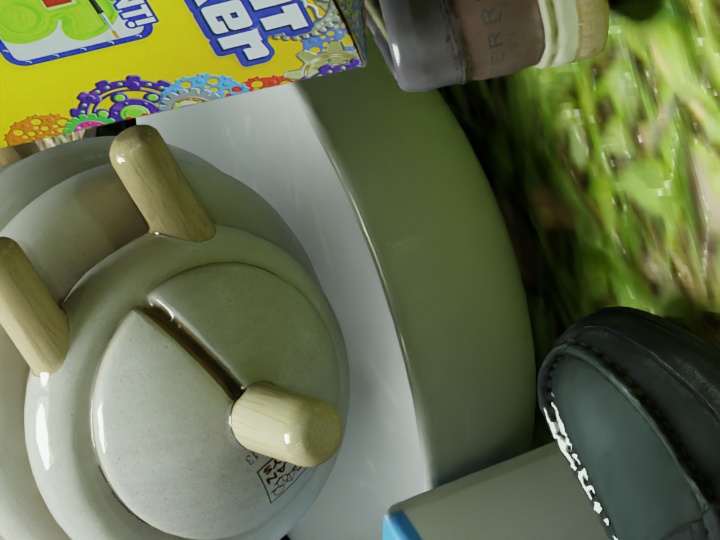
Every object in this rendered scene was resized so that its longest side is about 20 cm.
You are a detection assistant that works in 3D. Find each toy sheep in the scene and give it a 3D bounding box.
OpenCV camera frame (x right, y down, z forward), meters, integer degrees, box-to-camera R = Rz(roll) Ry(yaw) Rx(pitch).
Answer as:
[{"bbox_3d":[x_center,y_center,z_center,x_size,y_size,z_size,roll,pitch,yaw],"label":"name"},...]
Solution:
[{"bbox_3d":[-0.069,0.024,0.703,0.200,0.138,0.138,22,129,57],"label":"toy sheep"}]

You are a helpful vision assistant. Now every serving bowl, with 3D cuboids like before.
[{"bbox_3d":[0.000,0.000,0.778,0.200,0.066,0.200,53,155,39],"label":"serving bowl"}]

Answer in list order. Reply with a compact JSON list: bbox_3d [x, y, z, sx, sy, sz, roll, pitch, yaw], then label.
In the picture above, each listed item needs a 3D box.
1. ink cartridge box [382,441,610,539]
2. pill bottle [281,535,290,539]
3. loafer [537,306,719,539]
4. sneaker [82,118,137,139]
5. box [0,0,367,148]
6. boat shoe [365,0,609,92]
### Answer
[{"bbox_3d":[0.070,0.166,0.724,0.145,0.084,0.200,55,155,37],"label":"ink cartridge box"},{"bbox_3d":[-0.042,0.145,0.864,0.200,0.113,0.113,-24,-86,-83],"label":"pill bottle"},{"bbox_3d":[0.094,0.088,0.609,0.201,0.070,0.068,56,155,35],"label":"loafer"},{"bbox_3d":[-0.075,-0.049,0.921,0.200,0.074,0.079,102,148,-56],"label":"sneaker"},{"bbox_3d":[-0.108,-0.141,0.609,0.122,0.192,0.201,60,-157,-53],"label":"box"},{"bbox_3d":[-0.003,-0.118,0.669,0.072,0.065,0.200,87,158,-47],"label":"boat shoe"}]
